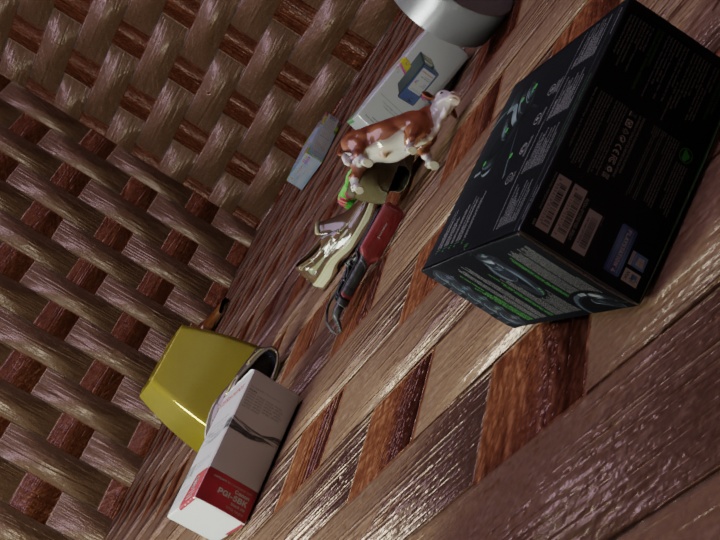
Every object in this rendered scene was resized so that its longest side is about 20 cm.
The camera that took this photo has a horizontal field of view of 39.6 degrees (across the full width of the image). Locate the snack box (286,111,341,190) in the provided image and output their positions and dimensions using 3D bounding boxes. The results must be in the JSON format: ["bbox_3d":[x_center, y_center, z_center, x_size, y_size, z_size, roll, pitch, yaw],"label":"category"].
[{"bbox_3d":[-0.150,-0.386,3.228,0.169,0.067,0.202,-47,18,51],"label":"snack box"}]

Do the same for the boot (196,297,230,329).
[{"bbox_3d":[-0.536,0.209,3.530,0.200,0.068,0.189,-44,9,33],"label":"boot"}]

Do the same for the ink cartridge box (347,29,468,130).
[{"bbox_3d":[0.077,-0.301,1.670,0.200,0.087,0.145,-49,8,-1],"label":"ink cartridge box"}]

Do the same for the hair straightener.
[{"bbox_3d":[0.000,0.000,1.430,0.202,0.041,0.077,-67,11,-14],"label":"hair straightener"}]

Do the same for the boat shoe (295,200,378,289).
[{"bbox_3d":[-0.044,-0.059,1.692,0.203,0.074,0.075,-55,10,24],"label":"boat shoe"}]

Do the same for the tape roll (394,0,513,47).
[{"bbox_3d":[0.134,-0.434,1.522,0.066,0.199,0.201,-50,14,40],"label":"tape roll"}]

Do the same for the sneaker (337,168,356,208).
[{"bbox_3d":[0.013,-0.166,1.714,0.085,0.076,0.200,-67,13,-22],"label":"sneaker"}]

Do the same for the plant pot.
[{"bbox_3d":[-0.323,0.223,1.986,0.202,0.175,0.200,-65,11,-27],"label":"plant pot"}]

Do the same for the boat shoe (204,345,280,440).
[{"bbox_3d":[-0.198,0.215,1.691,0.201,0.071,0.060,-58,5,-26],"label":"boat shoe"}]

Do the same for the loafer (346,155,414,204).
[{"bbox_3d":[0.052,-0.159,1.535,0.200,0.067,0.076,-47,-12,-37],"label":"loafer"}]

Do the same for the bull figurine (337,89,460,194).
[{"bbox_3d":[0.058,-0.186,1.424,0.198,0.065,0.122,-21,37,19],"label":"bull figurine"}]

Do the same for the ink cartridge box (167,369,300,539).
[{"bbox_3d":[-0.175,0.259,1.393,0.147,0.082,0.202,-44,19,57],"label":"ink cartridge box"}]

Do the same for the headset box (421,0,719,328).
[{"bbox_3d":[0.140,-0.061,0.697,0.176,0.092,0.200,-62,10,-14],"label":"headset box"}]
